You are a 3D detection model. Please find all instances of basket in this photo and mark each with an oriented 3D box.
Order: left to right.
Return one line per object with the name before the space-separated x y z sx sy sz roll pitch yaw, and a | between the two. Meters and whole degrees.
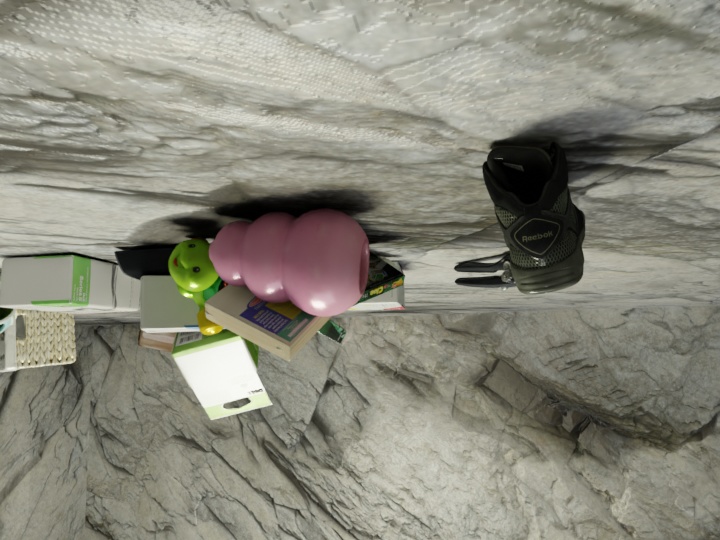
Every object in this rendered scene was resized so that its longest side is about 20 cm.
basket | -0.817 0.142 1.347 0.158 0.205 0.197 0 173 -41

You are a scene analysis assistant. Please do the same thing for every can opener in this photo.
can opener | 0.254 0.008 1.037 0.077 0.066 0.197 4 170 -38

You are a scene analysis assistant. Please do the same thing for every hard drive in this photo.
hard drive | -0.321 -0.003 0.946 0.130 0.044 0.200 -2 172 8

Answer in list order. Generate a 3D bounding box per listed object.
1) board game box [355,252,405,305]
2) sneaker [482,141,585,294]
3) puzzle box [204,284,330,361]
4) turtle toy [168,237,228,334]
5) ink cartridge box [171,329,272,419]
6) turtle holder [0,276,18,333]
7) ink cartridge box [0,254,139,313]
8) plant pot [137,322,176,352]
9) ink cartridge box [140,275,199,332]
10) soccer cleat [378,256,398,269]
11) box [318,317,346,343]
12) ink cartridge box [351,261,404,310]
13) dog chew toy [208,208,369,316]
board game box | -0.034 0.016 0.801 0.197 0.024 0.104 -19 -136 -42
sneaker | 0.163 -0.069 0.497 0.074 0.117 0.200 -10 -163 24
puzzle box | -0.092 0.027 0.714 0.130 0.026 0.200 23 -143 19
turtle toy | -0.193 0.009 0.775 0.100 0.150 0.198 -28 158 29
ink cartridge box | -0.276 0.199 1.106 0.143 0.204 0.077 -14 -145 1
turtle holder | -0.735 0.073 1.063 0.128 0.146 0.185 -6 170 23
ink cartridge box | -0.524 0.030 0.996 0.141 0.087 0.200 -3 172 10
plant pot | -0.373 0.098 1.179 0.193 0.207 0.199 11 168 -22
ink cartridge box | -0.302 0.062 0.933 0.140 0.087 0.199 1 173 -20
soccer cleat | 0.000 0.000 0.943 0.196 0.072 0.077 8 165 -36
box | -0.134 0.082 1.170 0.197 0.037 0.144 31 179 -23
ink cartridge box | -0.009 0.038 1.133 0.193 0.086 0.145 -2 171 10
dog chew toy | -0.089 -0.014 0.652 0.193 0.129 0.124 5 173 11
